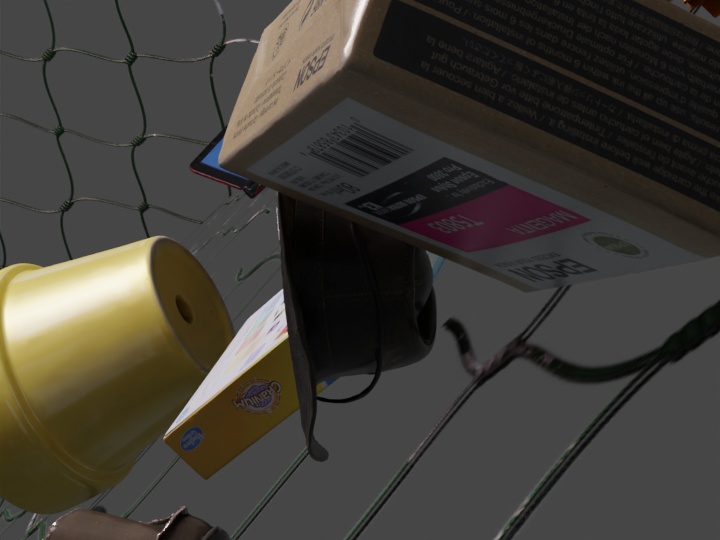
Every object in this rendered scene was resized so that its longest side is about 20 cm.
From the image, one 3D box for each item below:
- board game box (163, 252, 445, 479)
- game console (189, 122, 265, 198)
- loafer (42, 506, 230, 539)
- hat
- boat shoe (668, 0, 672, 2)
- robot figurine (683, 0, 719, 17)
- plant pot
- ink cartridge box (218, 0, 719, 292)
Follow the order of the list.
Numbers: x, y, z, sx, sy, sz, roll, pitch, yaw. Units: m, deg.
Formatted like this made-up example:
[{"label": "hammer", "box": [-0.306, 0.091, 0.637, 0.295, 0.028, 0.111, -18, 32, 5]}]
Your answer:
[{"label": "board game box", "box": [-0.026, 0.032, 0.943, 0.200, 0.040, 0.153, -39, 10, 34]}, {"label": "game console", "box": [-0.170, -0.224, 2.536, 0.172, 0.119, 0.200, -39, 11, 36]}, {"label": "loafer", "box": [-0.137, 0.160, 0.765, 0.200, 0.071, 0.073, -35, 13, 51]}, {"label": "hat", "box": [0.000, 0.000, 0.752, 0.080, 0.202, 0.201, -7, 10, -1]}, {"label": "boat shoe", "box": [0.138, -0.128, 0.832, 0.073, 0.065, 0.200, -41, -14, -5]}, {"label": "robot figurine", "box": [0.238, -0.230, 0.866, 0.145, 0.058, 0.200, -37, 12, 40]}, {"label": "plant pot", "box": [-0.210, 0.068, 1.191, 0.188, 0.202, 0.201, -27, 14, 16]}, {"label": "ink cartridge box", "box": [0.047, -0.058, 0.586, 0.076, 0.164, 0.200, -70, 14, -12]}]
